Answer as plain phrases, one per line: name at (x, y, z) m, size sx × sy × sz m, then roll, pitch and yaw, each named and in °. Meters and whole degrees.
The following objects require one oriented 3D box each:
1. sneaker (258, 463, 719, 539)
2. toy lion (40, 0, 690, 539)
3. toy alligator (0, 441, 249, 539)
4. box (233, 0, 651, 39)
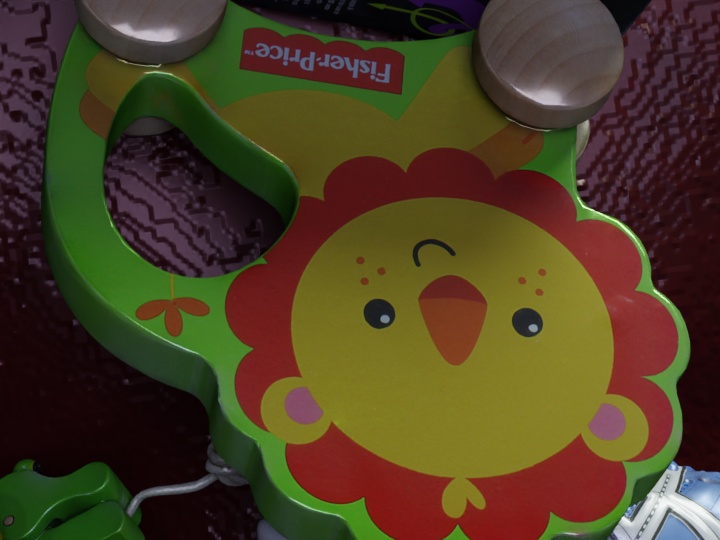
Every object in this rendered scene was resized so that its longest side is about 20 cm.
sneaker at (0.066, 0.074, 0.787) m, size 0.199 × 0.076 × 0.077 m, roll 2°, pitch 87°, yaw -10°
toy lion at (0.000, 0.000, 0.749) m, size 0.199 × 0.069 × 0.193 m, roll 10°, pitch 62°, yaw -6°
toy alligator at (-0.111, 0.086, 0.770) m, size 0.200 × 0.059 × 0.054 m, roll -33°, pitch 47°, yaw -1°
box at (0.000, -0.117, 0.771) m, size 0.199 × 0.143 × 0.036 m, roll 12°, pitch 73°, yaw -9°
